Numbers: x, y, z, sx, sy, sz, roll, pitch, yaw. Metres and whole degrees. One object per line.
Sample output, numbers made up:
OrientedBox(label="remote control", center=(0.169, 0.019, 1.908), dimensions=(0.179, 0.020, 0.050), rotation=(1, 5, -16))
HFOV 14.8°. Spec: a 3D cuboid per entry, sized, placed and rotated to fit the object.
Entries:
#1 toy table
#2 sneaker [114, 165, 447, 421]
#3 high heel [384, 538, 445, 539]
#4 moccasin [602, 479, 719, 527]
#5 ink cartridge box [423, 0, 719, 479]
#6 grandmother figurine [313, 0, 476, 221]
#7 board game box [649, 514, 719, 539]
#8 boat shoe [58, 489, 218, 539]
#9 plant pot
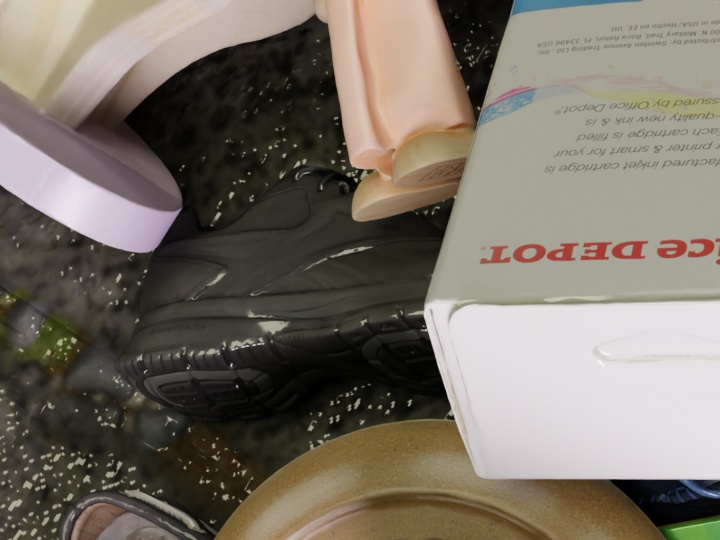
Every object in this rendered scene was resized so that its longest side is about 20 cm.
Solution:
OrientedBox(label="toy table", center=(-0.109, -0.102, 1.087), dimensions=(0.200, 0.183, 0.117), rotation=(41, 102, 43))
OrientedBox(label="sneaker", center=(0.000, 0.000, 1.048), dimensions=(0.199, 0.076, 0.091), rotation=(-5, 62, 21))
OrientedBox(label="high heel", center=(0.050, 0.176, 0.880), dimensions=(0.067, 0.096, 0.201), rotation=(-23, 85, 15))
OrientedBox(label="moccasin", center=(0.128, 0.044, 0.969), dimensions=(0.199, 0.068, 0.081), rotation=(-14, 66, 20))
OrientedBox(label="ink cartridge box", center=(0.115, -0.025, 0.936), dimensions=(0.144, 0.085, 0.200), rotation=(-1, 40, 18))
OrientedBox(label="grandmother figurine", center=(0.000, -0.127, 1.002), dimensions=(0.121, 0.060, 0.201), rotation=(-32, 71, 54))
OrientedBox(label="board game box", center=(0.127, 0.131, 0.949), dimensions=(0.199, 0.030, 0.096), rotation=(-13, 83, 19))
OrientedBox(label="boat shoe", center=(-0.036, 0.148, 1.014), dimensions=(0.074, 0.060, 0.200), rotation=(-48, 59, 1))
OrientedBox(label="plant pot", center=(0.024, 0.152, 0.950), dimensions=(0.199, 0.027, 0.201), rotation=(0, 91, 15))
